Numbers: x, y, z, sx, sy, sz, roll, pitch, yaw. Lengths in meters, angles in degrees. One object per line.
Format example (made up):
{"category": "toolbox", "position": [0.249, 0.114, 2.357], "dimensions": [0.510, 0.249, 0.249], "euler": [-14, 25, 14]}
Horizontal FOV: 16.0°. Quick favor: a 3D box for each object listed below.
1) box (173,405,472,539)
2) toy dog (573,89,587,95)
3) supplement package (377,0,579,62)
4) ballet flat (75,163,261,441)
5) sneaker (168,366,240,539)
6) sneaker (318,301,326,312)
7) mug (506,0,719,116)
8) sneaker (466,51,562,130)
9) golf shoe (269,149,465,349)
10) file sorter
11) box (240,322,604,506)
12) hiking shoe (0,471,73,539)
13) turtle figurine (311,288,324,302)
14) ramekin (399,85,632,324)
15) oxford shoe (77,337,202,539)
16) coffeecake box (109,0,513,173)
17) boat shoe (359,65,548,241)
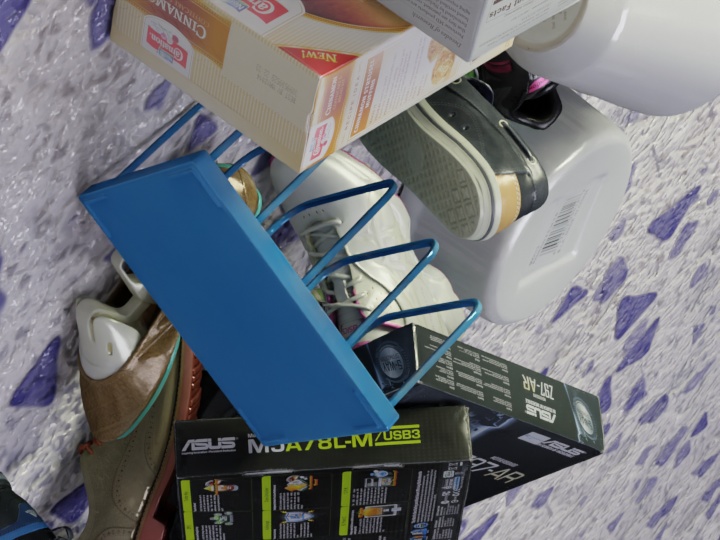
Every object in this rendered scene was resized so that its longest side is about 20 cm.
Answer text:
{"category": "box", "position": [-0.027, 0.150, 1.713], "dimensions": [0.200, 0.192, 0.048], "euler": [92, -4, -64]}
{"category": "toy dog", "position": [0.219, -0.191, 1.899], "dimensions": [0.139, 0.200, 0.195], "euler": [15, 70, -29]}
{"category": "supplement package", "position": [0.045, -0.235, 1.457], "dimensions": [0.156, 0.200, 0.111], "euler": [-31, 149, -42]}
{"category": "ballet flat", "position": [-0.138, 0.014, 1.642], "dimensions": [0.072, 0.068, 0.200], "euler": [26, 100, -46]}
{"category": "sneaker", "position": [-0.085, 0.139, 1.839], "dimensions": [0.075, 0.114, 0.201], "euler": [-30, 148, -44]}
{"category": "sneaker", "position": [-0.015, 0.110, 1.827], "dimensions": [0.071, 0.080, 0.201], "euler": [-85, 159, -57]}
{"category": "mug", "position": [0.155, -0.193, 1.745], "dimensions": [0.153, 0.187, 0.150], "euler": [0, 123, -49]}
{"category": "sneaker", "position": [0.109, -0.166, 1.824], "dimensions": [0.077, 0.084, 0.200], "euler": [-51, 154, -10]}
{"category": "golf shoe", "position": [0.000, 0.000, 1.741], "dimensions": [0.075, 0.200, 0.092], "euler": [-20, -152, 35]}
{"category": "file sorter", "position": [-0.044, -0.012, 1.563], "dimensions": [0.123, 0.200, 0.139], "euler": [-46, -161, -31]}
{"category": "box", "position": [0.043, 0.105, 1.734], "dimensions": [0.160, 0.044, 0.200], "euler": [-24, 148, 35]}
{"category": "hiking shoe", "position": [-0.263, 0.228, 1.656], "dimensions": [0.074, 0.087, 0.200], "euler": [-10, 131, -59]}
{"category": "turtle figurine", "position": [-0.005, 0.088, 1.896], "dimensions": [0.144, 0.200, 0.194], "euler": [29, 103, -33]}
{"category": "ramekin", "position": [0.122, -0.055, 1.990], "dimensions": [0.200, 0.098, 0.201], "euler": [-43, 155, -25]}
{"category": "oxford shoe", "position": [-0.154, 0.119, 1.743], "dimensions": [0.070, 0.074, 0.201], "euler": [-21, 125, -86]}
{"category": "coffeecake box", "position": [-0.021, -0.159, 1.497], "dimensions": [0.200, 0.153, 0.073], "euler": [-33, 149, -40]}
{"category": "boat shoe", "position": [0.046, -0.091, 1.550], "dimensions": [0.062, 0.200, 0.075], "euler": [-14, 134, -27]}
